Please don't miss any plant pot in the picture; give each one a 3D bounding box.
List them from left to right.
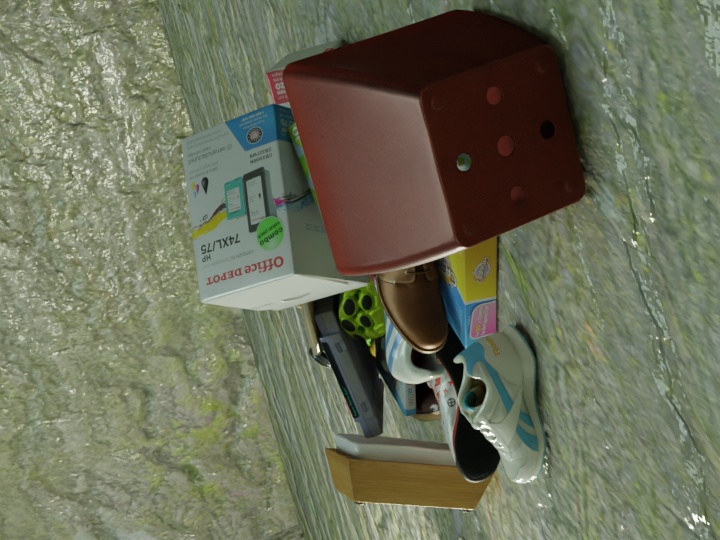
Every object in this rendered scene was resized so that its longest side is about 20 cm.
[{"bbox_3d":[0.079,-0.110,1.040,0.176,0.200,0.200,14,123,61],"label":"plant pot"}]

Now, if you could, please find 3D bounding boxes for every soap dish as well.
[{"bbox_3d":[0.061,0.271,1.617,0.157,0.200,0.081,169,107,-77],"label":"soap dish"}]

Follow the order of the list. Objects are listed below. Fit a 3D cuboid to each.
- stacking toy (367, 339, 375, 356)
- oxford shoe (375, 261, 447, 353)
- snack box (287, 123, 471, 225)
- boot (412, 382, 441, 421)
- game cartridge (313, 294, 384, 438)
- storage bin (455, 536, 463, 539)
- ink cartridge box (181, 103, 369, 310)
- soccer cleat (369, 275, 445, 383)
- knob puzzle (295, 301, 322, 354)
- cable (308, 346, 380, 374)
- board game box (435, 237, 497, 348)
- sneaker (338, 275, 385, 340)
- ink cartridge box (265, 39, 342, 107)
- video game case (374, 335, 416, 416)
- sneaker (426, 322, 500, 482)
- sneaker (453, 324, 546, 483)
[{"bbox_3d":[0.032,0.094,1.771,0.200,0.085,0.085,62,165,20],"label":"stacking toy"},{"bbox_3d":[0.055,-0.003,1.355,0.071,0.071,0.200,159,93,-73],"label":"oxford shoe"},{"bbox_3d":[0.024,-0.133,1.280,0.200,0.053,0.142,-29,76,41],"label":"snack box"},{"bbox_3d":[0.072,0.105,1.615,0.200,0.072,0.167,-143,34,-75],"label":"boot"},{"bbox_3d":[-0.015,0.112,1.613,0.130,0.038,0.200,-78,-31,-62],"label":"game cartridge"},{"bbox_3d":[0.149,0.552,1.898,0.200,0.094,0.199,93,156,-58],"label":"storage bin"},{"bbox_3d":[-0.099,-0.067,1.408,0.146,0.147,0.200,9,-111,-55],"label":"ink cartridge box"},{"bbox_3d":[0.061,0.036,1.420,0.086,0.070,0.200,0,103,48],"label":"soccer cleat"},{"bbox_3d":[-0.077,0.012,1.575,0.220,0.030,0.220,-8,-90,-86],"label":"knob puzzle"},{"bbox_3d":[0.001,0.138,1.795,0.050,0.200,0.097,-49,66,33],"label":"cable"},{"bbox_3d":[0.103,-0.033,1.354,0.200,0.040,0.153,84,162,-45],"label":"board game box"},{"bbox_3d":[0.000,0.000,1.528,0.084,0.074,0.200,-77,-23,-58],"label":"sneaker"},{"bbox_3d":[-0.047,-0.184,1.573,0.146,0.085,0.200,-67,-38,-69],"label":"ink cartridge box"},{"bbox_3d":[0.042,0.070,1.582,0.143,0.018,0.200,-124,28,-62],"label":"video game case"},{"bbox_3d":[0.121,0.155,1.502,0.108,0.067,0.202,-155,51,-74],"label":"sneaker"},{"bbox_3d":[0.152,0.156,1.330,0.077,0.081,0.200,-133,25,-58],"label":"sneaker"}]
